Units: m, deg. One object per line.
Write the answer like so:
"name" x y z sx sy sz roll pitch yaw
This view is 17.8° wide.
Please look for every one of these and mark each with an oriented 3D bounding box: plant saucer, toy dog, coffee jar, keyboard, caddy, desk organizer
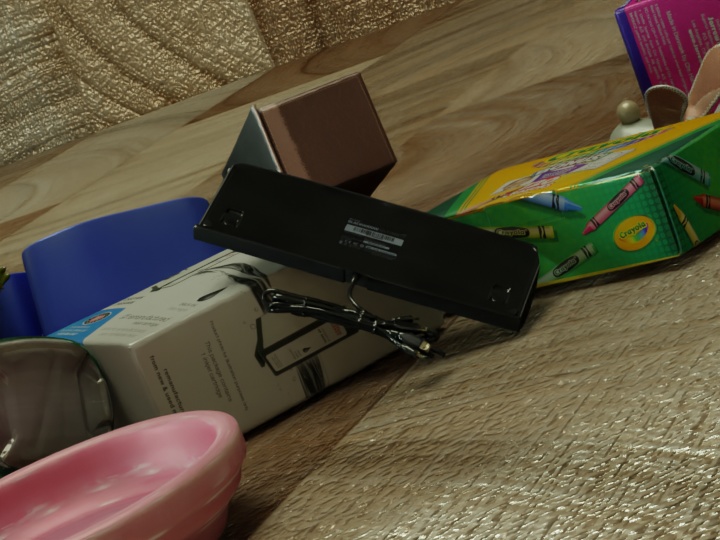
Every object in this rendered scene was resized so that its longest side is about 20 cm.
"plant saucer" -0.146 0.136 1.172 0.200 0.051 0.201 -22 11 5
"toy dog" 0.240 -0.118 1.506 0.200 0.097 0.132 -18 11 22
"coffee jar" -0.244 0.103 1.369 0.104 0.086 0.200 -1 -16 -46
"keyboard" 0.000 0.000 1.332 0.199 0.021 0.127 16 39 8
"caddy" -0.165 0.028 1.594 0.200 0.105 0.141 -16 -11 -42
"desk organizer" -0.038 -0.069 1.576 0.077 0.072 0.200 -22 -6 -12

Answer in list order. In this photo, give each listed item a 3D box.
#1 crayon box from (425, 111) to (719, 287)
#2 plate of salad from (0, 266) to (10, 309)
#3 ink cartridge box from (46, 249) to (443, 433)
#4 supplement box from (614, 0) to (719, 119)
"crayon box" 0.137 -0.037 1.409 0.200 0.058 0.119 -14 11 42
"plate of salad" -0.281 0.065 1.545 0.048 0.201 0.200 15 -6 -24
"ink cartridge box" -0.073 0.038 1.410 0.200 0.085 0.146 -28 12 -27
"supplement box" 0.303 -0.187 1.705 0.200 0.104 0.101 -17 11 21
